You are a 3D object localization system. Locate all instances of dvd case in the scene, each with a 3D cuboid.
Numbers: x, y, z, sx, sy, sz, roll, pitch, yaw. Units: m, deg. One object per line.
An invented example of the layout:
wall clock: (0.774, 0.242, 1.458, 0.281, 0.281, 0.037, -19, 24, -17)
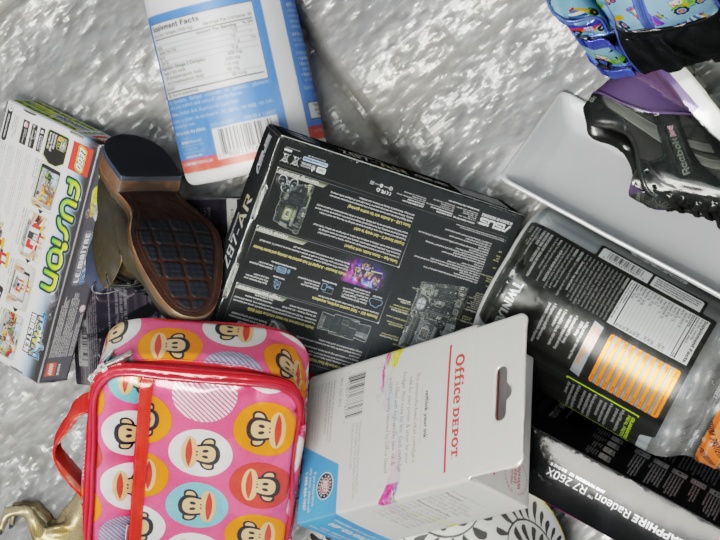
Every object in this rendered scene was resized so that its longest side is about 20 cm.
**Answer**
dvd case: (-0.153, 0.018, 1.511, 0.199, 0.016, 0.150, 1, 95, 41)

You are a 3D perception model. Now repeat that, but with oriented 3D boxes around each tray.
tray: (0.206, -0.046, 1.395, 0.199, 0.108, 0.022, 29, 141, 11)

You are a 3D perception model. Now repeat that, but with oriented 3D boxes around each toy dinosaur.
toy dinosaur: (-0.242, 0.216, 1.601, 0.100, 0.058, 0.201, 14, 111, 0)

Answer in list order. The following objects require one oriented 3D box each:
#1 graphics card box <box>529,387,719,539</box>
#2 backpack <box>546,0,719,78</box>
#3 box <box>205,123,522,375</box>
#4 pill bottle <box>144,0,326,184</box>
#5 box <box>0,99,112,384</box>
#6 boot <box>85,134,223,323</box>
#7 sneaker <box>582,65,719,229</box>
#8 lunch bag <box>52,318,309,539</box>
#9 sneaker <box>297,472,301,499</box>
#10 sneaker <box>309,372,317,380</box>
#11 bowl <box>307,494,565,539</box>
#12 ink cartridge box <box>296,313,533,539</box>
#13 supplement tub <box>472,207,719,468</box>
graphics card box: (0.190, 0.151, 1.406, 0.199, 0.125, 0.051, 29, 107, 11)
backpack: (0.181, -0.238, 1.291, 0.134, 0.200, 0.184, -14, 72, 20)
box: (0.000, 0.000, 1.427, 0.199, 0.044, 0.161, 16, 101, -19)
pill bottle: (-0.098, -0.172, 1.456, 0.112, 0.112, 0.201, -11, 94, 19)
box: (-0.257, -0.023, 1.553, 0.110, 0.035, 0.201, 26, 106, 32)
boot: (-0.154, -0.004, 1.441, 0.074, 0.200, 0.097, 3, 129, -25)
sneaker: (0.235, -0.059, 1.364, 0.087, 0.076, 0.200, -36, 69, -9)
lunch bag: (-0.129, 0.127, 1.376, 0.175, 0.082, 0.201, 6, 125, -3)
sneaker: (0.024, 0.176, 1.488, 0.199, 0.079, 0.096, -6, 99, 19)
sneaker: (-0.032, 0.040, 1.499, 0.115, 0.078, 0.201, 17, 110, 2)
bowl: (0.054, 0.243, 1.438, 0.199, 0.094, 0.202, 3, 124, 4)
ink cartridge box: (0.053, 0.113, 1.347, 0.199, 0.068, 0.116, -19, 55, 38)
supplement tub: (0.189, 0.051, 1.392, 0.199, 0.122, 0.123, 30, 106, 11)
